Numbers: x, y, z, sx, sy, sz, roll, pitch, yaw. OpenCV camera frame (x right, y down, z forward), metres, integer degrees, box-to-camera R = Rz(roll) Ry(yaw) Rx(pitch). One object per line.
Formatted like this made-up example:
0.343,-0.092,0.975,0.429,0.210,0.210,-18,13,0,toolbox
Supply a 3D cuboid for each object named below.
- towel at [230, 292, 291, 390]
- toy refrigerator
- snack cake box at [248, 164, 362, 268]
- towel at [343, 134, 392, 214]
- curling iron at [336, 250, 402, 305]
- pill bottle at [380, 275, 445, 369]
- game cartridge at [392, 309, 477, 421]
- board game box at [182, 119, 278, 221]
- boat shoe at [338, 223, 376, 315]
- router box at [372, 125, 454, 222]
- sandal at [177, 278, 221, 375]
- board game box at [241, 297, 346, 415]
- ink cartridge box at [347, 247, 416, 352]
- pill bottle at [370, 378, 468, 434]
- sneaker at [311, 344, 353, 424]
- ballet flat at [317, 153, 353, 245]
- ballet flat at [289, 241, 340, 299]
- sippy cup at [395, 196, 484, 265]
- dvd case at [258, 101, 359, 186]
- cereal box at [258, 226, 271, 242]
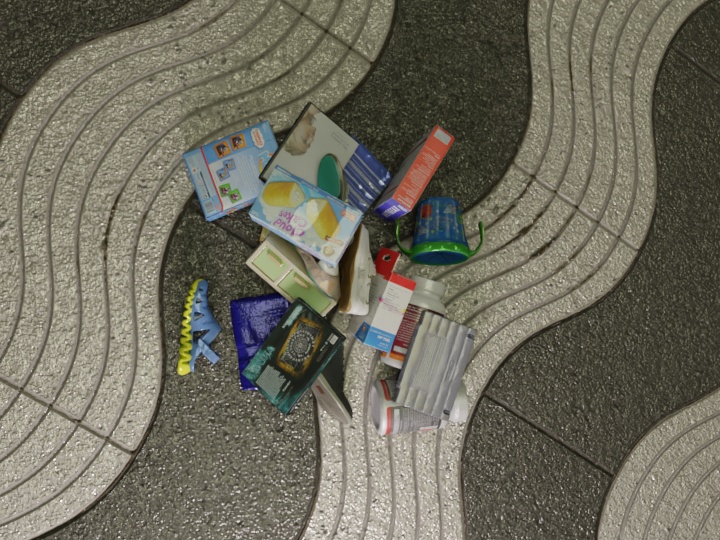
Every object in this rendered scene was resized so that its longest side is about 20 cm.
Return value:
-0.197,0.152,1.350,0.146,0.050,0.203,-9,89,-12,towel
-0.140,0.014,1.329,0.200,0.070,0.076,43,115,-11,toy refrigerator
-0.108,-0.107,1.248,0.198,0.067,0.116,29,81,2,snack cake box
-0.030,-0.182,1.380,0.145,0.024,0.201,44,73,-21,towel
0.011,0.016,1.408,0.199,0.026,0.050,-36,96,-10,curling iron
0.122,0.120,1.379,0.112,0.113,0.203,17,85,-9,pill bottle
0.154,0.197,1.308,0.128,0.038,0.202,20,83,-4,game cartridge
-0.261,-0.214,1.341,0.198,0.037,0.153,-22,84,-1,board game box
0.000,0.000,1.343,0.069,0.071,0.203,17,69,-26,boat shoe
0.109,-0.202,1.350,0.049,0.200,0.181,33,83,-7,router box
-0.334,0.119,1.317,0.086,0.079,0.203,5,94,-14,sandal
-0.138,0.175,1.287,0.135,0.028,0.201,39,94,19,board game box
0.052,0.060,1.351,0.067,0.116,0.202,22,92,-22,ink cartridge box
0.128,0.291,1.370,0.197,0.116,0.118,-3,88,-11,pill bottle
-0.053,0.232,1.363,0.106,0.074,0.201,-44,114,-36,sneaker
-0.050,-0.145,1.322,0.067,0.063,0.203,1,99,33,ballet flat
-0.090,-0.035,1.305,0.067,0.068,0.201,-41,81,29,ballet flat
0.176,-0.090,1.398,0.176,0.139,0.132,11,74,-34,sippy cup
-0.107,-0.234,1.328,0.142,0.018,0.201,36,77,-21,dvd case
-0.131,-0.141,1.382,0.142,0.040,0.203,16,84,-10,cereal box
